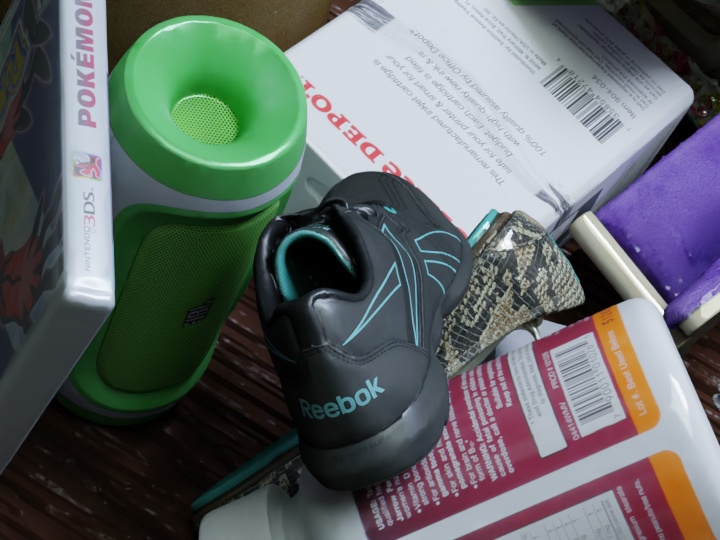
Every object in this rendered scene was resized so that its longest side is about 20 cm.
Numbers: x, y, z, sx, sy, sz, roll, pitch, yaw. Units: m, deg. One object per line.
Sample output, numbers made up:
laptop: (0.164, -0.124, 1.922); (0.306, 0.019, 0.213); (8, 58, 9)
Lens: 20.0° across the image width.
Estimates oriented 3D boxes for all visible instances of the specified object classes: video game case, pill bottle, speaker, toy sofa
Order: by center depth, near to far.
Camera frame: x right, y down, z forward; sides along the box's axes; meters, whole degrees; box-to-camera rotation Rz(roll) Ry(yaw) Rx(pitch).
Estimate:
pill bottle: (0.044, 0.098, 0.796); (0.198, 0.110, 0.110); (-24, 63, 8)
video game case: (-0.144, -0.015, 0.825); (0.023, 0.200, 0.184); (10, 54, -25)
speaker: (-0.083, -0.014, 0.848); (0.088, 0.200, 0.089); (10, 55, -14)
toy sofa: (0.203, -0.050, 0.991); (0.199, 0.098, 0.083); (-39, 78, 0)

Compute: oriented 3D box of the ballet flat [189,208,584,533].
ballet flat: (0.018, 0.063, 0.876); (0.200, 0.068, 0.075); (-44, 88, 0)

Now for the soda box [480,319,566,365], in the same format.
soda box: (0.072, 0.121, 0.902); (0.063, 0.068, 0.202); (15, 53, -11)

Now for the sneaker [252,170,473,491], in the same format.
sneaker: (0.000, 0.000, 0.800); (0.075, 0.080, 0.201); (-23, 26, 11)

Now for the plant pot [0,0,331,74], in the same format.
plant pot: (-0.076, -0.208, 0.982); (0.184, 0.201, 0.188); (11, 53, -15)

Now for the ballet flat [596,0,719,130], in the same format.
ballet flat: (0.198, -0.113, 1.109); (0.199, 0.064, 0.076); (39, 50, 6)

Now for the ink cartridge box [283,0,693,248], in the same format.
ink cartridge box: (0.046, -0.066, 1.006); (0.145, 0.084, 0.200); (44, 53, 11)

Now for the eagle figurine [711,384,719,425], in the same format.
eagle figurine: (0.223, 0.144, 0.842); (0.198, 0.152, 0.152); (15, 32, 27)
